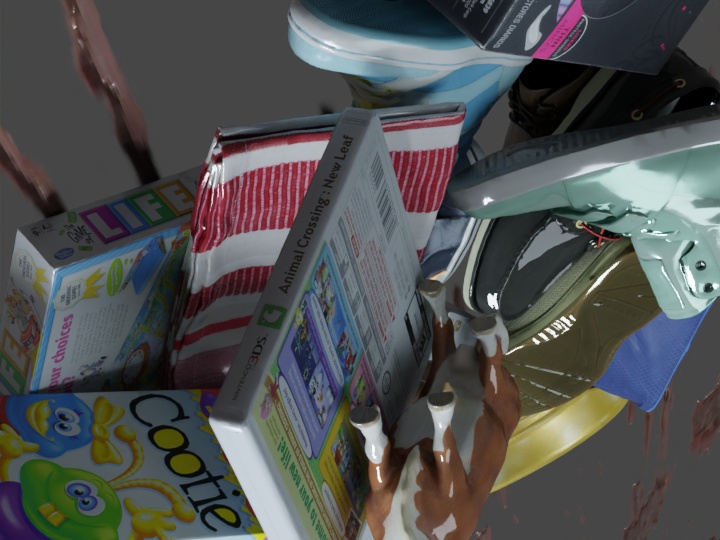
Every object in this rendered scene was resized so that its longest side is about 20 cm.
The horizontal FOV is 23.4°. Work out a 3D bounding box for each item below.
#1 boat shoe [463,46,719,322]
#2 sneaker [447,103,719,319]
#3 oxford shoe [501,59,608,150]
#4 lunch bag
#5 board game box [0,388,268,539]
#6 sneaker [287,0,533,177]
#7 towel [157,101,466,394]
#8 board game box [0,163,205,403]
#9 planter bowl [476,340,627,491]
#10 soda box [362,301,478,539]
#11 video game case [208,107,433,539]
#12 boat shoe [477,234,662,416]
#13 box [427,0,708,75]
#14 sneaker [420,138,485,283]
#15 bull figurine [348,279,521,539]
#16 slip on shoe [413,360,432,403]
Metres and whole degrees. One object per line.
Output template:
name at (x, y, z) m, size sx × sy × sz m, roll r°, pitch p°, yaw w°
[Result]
boat shoe at (0.137, -0.048, 1.049) m, size 0.202 × 0.063 × 0.074 m, roll -52°, pitch 145°, yaw 5°
sneaker at (0.151, -0.022, 0.985) m, size 0.200 × 0.074 × 0.119 m, roll -11°, pitch 102°, yaw -13°
oxford shoe at (0.116, -0.101, 1.089) m, size 0.084 × 0.073 × 0.200 m, roll -8°, pitch 126°, yaw -45°
lunch bag at (0.177, -0.017, 1.205) m, size 0.136 × 0.132 × 0.200 m, roll -72°, pitch -178°, yaw -52°
board game box at (-0.144, 0.135, 0.914) m, size 0.200 × 0.103 × 0.105 m, roll 0°, pitch 134°, yaw -36°
sneaker at (0.015, -0.091, 0.935) m, size 0.200 × 0.080 × 0.131 m, roll -6°, pitch 134°, yaw -52°
towel at (-0.027, -0.005, 0.934) m, size 0.144 × 0.023 × 0.200 m, roll -9°, pitch 140°, yaw -24°
board game box at (-0.136, 0.039, 0.952) m, size 0.134 × 0.034 × 0.200 m, roll -23°, pitch 147°, yaw -39°
planter bowl at (0.097, 0.103, 1.316) m, size 0.200 × 0.084 × 0.200 m, roll -24°, pitch 160°, yaw -9°
soda box at (0.006, 0.107, 1.168) m, size 0.064 × 0.068 × 0.200 m, roll 17°, pitch 99°, yaw -62°
video game case at (-0.012, 0.050, 0.875) m, size 0.200 × 0.022 × 0.182 m, roll 73°, pitch 33°, yaw -53°
boat shoe at (0.134, 0.026, 1.134) m, size 0.073 × 0.063 × 0.201 m, roll 20°, pitch 135°, yaw -22°
box at (0.111, -0.184, 0.907) m, size 0.200 × 0.106 × 0.122 m, roll -5°, pitch 134°, yaw -55°
sneaker at (0.000, 0.000, 1.047) m, size 0.200 × 0.078 × 0.079 m, roll -55°, pitch 159°, yaw 23°
bull figurine at (0.040, 0.098, 0.905) m, size 0.200 × 0.065 × 0.122 m, roll -66°, pitch 154°, yaw -53°
slip on shoe at (-0.024, 0.107, 1.110) m, size 0.200 × 0.076 × 0.061 m, roll -16°, pitch 164°, yaw 21°
